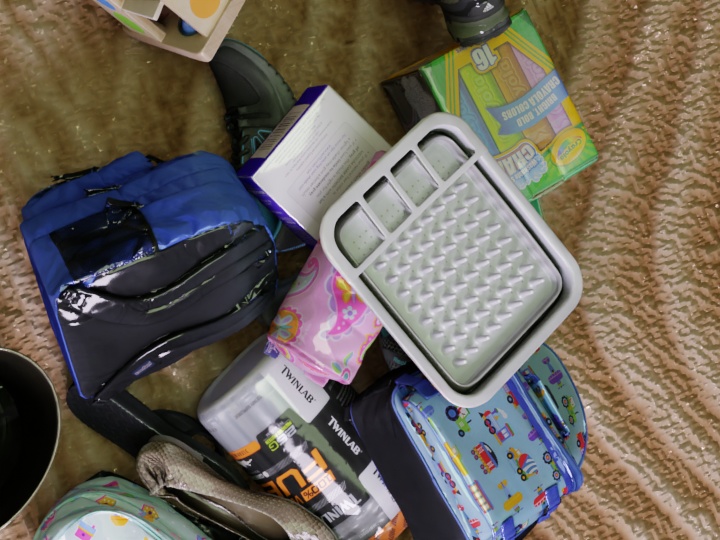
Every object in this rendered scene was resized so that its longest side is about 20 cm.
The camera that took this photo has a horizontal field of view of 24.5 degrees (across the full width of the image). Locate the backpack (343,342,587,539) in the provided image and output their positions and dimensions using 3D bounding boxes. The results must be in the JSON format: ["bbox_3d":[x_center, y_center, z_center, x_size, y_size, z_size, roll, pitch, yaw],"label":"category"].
[{"bbox_3d":[0.116,0.139,1.426,0.199,0.134,0.184,-26,86,-33],"label":"backpack"}]

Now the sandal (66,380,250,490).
[{"bbox_3d":[-0.168,0.149,1.474,0.200,0.075,0.048,40,47,-10],"label":"sandal"}]

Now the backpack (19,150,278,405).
[{"bbox_3d":[-0.179,-0.018,1.415,0.198,0.163,0.169,-22,58,-12],"label":"backpack"}]

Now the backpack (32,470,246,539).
[{"bbox_3d":[-0.189,0.266,1.430,0.200,0.127,0.167,41,88,-8],"label":"backpack"}]

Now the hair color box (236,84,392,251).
[{"bbox_3d":[-0.001,-0.057,1.467,0.200,0.065,0.110,43,79,-16],"label":"hair color box"}]

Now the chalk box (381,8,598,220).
[{"bbox_3d":[0.130,-0.120,1.539,0.123,0.124,0.201,-30,99,-15],"label":"chalk box"}]

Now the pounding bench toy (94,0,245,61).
[{"bbox_3d":[-0.198,-0.284,1.450,0.156,0.199,0.125,37,80,-45],"label":"pounding bench toy"}]

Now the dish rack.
[{"bbox_3d":[0.069,-0.007,1.339,0.172,0.043,0.200,-44,98,-24],"label":"dish rack"}]

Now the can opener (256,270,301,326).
[{"bbox_3d":[-0.012,-0.011,1.530,0.199,0.053,0.067,-29,101,-14],"label":"can opener"}]

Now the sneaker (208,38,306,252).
[{"bbox_3d":[-0.089,-0.113,1.495,0.082,0.073,0.201,-32,98,-20],"label":"sneaker"}]

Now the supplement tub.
[{"bbox_3d":[-0.041,0.157,1.482,0.123,0.122,0.200,-45,101,-13],"label":"supplement tub"}]

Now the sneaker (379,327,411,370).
[{"bbox_3d":[0.098,0.043,1.538,0.200,0.077,0.092,-37,104,-28],"label":"sneaker"}]

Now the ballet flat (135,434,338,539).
[{"bbox_3d":[-0.107,0.210,1.434,0.199,0.067,0.047,32,44,-7],"label":"ballet flat"}]

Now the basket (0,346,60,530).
[{"bbox_3d":[-0.335,0.138,1.353,0.180,0.200,0.136,-46,102,-12],"label":"basket"}]

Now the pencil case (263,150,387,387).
[{"bbox_3d":[0.000,0.000,1.398,0.087,0.087,0.201,31,84,-14],"label":"pencil case"}]

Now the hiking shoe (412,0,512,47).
[{"bbox_3d":[0.070,-0.288,1.488,0.075,0.200,0.101,-28,135,-15],"label":"hiking shoe"}]
